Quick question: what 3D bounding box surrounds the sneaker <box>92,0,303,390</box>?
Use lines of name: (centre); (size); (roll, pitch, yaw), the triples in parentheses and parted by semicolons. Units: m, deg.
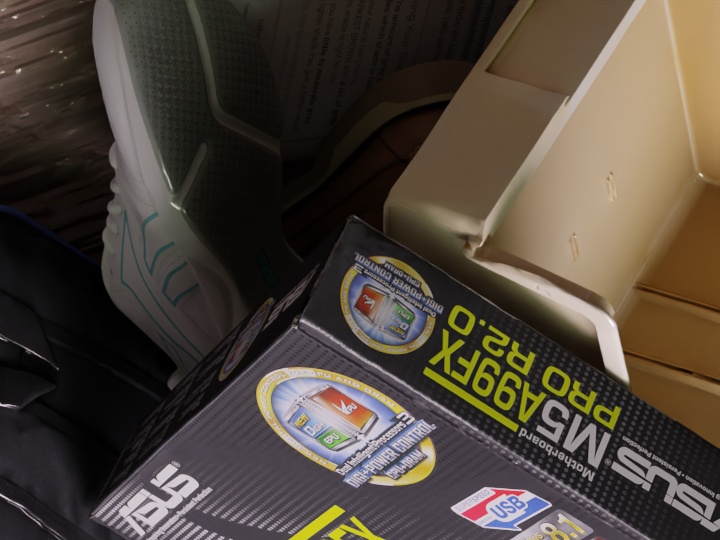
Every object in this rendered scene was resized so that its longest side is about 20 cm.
sneaker: (-0.063, -0.017, 0.921); (0.070, 0.080, 0.201); (-48, 132, -39)

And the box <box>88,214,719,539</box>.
box: (0.015, 0.077, 0.866); (0.160, 0.044, 0.200); (32, 148, -10)

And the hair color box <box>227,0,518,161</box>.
hair color box: (0.019, -0.101, 0.972); (0.199, 0.061, 0.099); (-7, 137, -21)

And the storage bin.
storage bin: (0.105, -0.018, 0.908); (0.200, 0.093, 0.199); (-56, 148, -28)

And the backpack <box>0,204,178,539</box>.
backpack: (-0.136, 0.088, 0.998); (0.147, 0.184, 0.200); (-21, 139, 25)

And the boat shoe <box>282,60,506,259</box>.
boat shoe: (0.000, 0.000, 0.989); (0.072, 0.068, 0.200); (-7, 156, -21)

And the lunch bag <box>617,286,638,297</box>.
lunch bag: (0.090, 0.038, 1.116); (0.199, 0.118, 0.164); (9, 130, -37)
